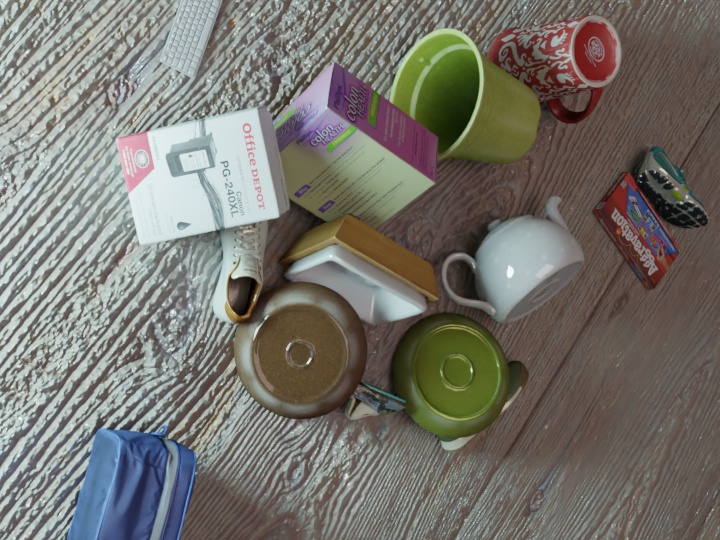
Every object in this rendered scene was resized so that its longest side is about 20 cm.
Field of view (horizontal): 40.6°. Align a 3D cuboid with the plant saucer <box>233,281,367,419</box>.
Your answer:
[{"bbox_3d":[-0.087,0.119,1.409,0.196,0.037,0.205,0,95,-2],"label":"plant saucer"}]

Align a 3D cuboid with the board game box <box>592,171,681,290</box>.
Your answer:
[{"bbox_3d":[0.510,-0.071,1.789,0.103,0.019,0.200,-48,113,-17],"label":"board game box"}]

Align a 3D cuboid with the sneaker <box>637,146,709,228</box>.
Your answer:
[{"bbox_3d":[0.586,-0.150,1.796,0.200,0.077,0.081,42,55,-31],"label":"sneaker"}]

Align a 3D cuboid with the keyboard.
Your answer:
[{"bbox_3d":[-0.224,-0.375,1.367,0.056,0.011,0.203,22,83,-28],"label":"keyboard"}]

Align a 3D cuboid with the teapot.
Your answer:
[{"bbox_3d":[0.252,-0.018,1.578,0.147,0.197,0.199,53,26,17],"label":"teapot"}]

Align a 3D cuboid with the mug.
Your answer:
[{"bbox_3d":[0.329,-0.332,1.570,0.175,0.199,0.136,20,83,-28],"label":"mug"}]

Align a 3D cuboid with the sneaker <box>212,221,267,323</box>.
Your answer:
[{"bbox_3d":[-0.159,-0.025,1.383,0.072,0.084,0.204,6,88,-27],"label":"sneaker"}]

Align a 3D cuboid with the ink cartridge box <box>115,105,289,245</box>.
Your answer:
[{"bbox_3d":[-0.207,-0.128,1.300,0.196,0.083,0.148,-11,99,5],"label":"ink cartridge box"}]

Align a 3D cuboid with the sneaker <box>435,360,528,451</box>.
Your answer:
[{"bbox_3d":[0.191,0.199,1.598,0.200,0.067,0.091,-41,116,-17],"label":"sneaker"}]

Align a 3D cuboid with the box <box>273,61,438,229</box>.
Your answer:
[{"bbox_3d":[-0.019,-0.163,1.389,0.198,0.175,0.098,30,45,-26],"label":"box"}]

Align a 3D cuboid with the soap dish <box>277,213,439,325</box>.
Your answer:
[{"bbox_3d":[0.000,0.000,1.439,0.198,0.156,0.082,30,62,-26],"label":"soap dish"}]

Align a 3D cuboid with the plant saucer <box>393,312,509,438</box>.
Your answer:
[{"bbox_3d":[0.151,0.162,1.550,0.196,0.031,0.204,4,72,-13],"label":"plant saucer"}]

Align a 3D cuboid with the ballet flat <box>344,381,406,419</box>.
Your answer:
[{"bbox_3d":[-0.023,0.188,1.482,0.198,0.074,0.075,29,79,-18],"label":"ballet flat"}]

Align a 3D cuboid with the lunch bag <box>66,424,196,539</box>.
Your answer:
[{"bbox_3d":[-0.295,0.304,1.297,0.131,0.135,0.204,19,83,-29],"label":"lunch bag"}]

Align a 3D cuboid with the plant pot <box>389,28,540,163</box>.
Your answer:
[{"bbox_3d":[0.176,-0.249,1.510,0.182,0.199,0.204,10,88,-40],"label":"plant pot"}]
